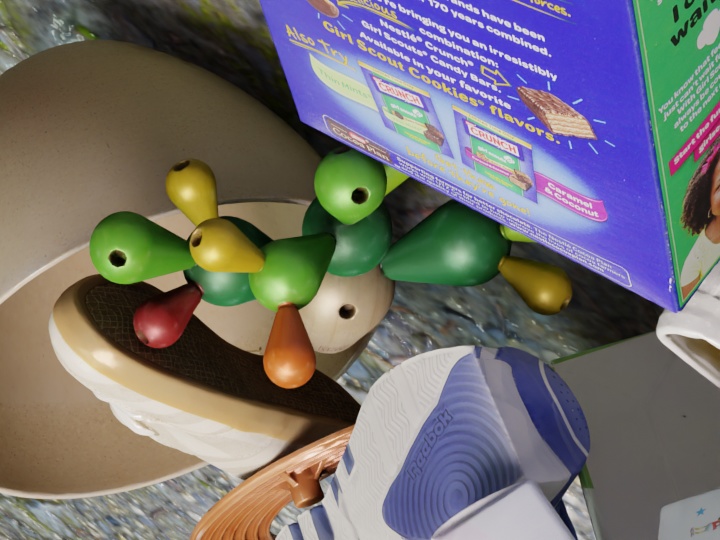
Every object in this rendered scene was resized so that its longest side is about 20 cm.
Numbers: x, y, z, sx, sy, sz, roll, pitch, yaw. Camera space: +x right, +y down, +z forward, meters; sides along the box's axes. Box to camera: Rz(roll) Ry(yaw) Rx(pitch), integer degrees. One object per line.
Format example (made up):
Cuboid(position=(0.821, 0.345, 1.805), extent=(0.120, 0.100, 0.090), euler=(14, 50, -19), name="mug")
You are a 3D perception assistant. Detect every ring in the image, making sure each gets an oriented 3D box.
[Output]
Cuboid(position=(0.024, 0.094, 1.258), extent=(0.201, 0.199, 0.019), euler=(103, 148, -67), name="ring")

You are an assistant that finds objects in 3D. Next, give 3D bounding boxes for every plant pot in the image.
Cuboid(position=(-0.103, -0.017, 1.246), extent=(0.201, 0.199, 0.135), euler=(76, 171, -59), name="plant pot")

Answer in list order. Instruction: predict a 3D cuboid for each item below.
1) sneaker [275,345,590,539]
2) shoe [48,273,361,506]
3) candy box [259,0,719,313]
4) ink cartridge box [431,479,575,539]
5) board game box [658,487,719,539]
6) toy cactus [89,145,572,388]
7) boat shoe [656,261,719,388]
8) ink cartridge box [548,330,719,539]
Cuboid(position=(0.048, 0.095, 1.164), extent=(0.200, 0.114, 0.081), euler=(-51, 49, 47), name="sneaker")
Cuboid(position=(-0.064, 0.054, 1.181), extent=(0.070, 0.053, 0.200), euler=(51, -166, 32), name="shoe")
Cuboid(position=(0.045, -0.097, 0.958), extent=(0.168, 0.077, 0.200), euler=(28, 158, 26), name="candy box")
Cuboid(position=(0.108, 0.188, 1.055), extent=(0.201, 0.057, 0.163), euler=(61, 179, 33), name="ink cartridge box")
Cuboid(position=(0.221, 0.121, 1.015), extent=(0.199, 0.065, 0.148), euler=(-20, 127, 26), name="board game box")
Cuboid(position=(0.000, 0.000, 1.126), extent=(0.165, 0.199, 0.103), euler=(105, 147, -71), name="toy cactus")
Cuboid(position=(0.181, 0.073, 1.079), extent=(0.202, 0.086, 0.074), euler=(45, 158, -18), name="boat shoe")
Cuboid(position=(0.135, 0.124, 1.213), extent=(0.200, 0.067, 0.118), euler=(71, -177, -55), name="ink cartridge box")
